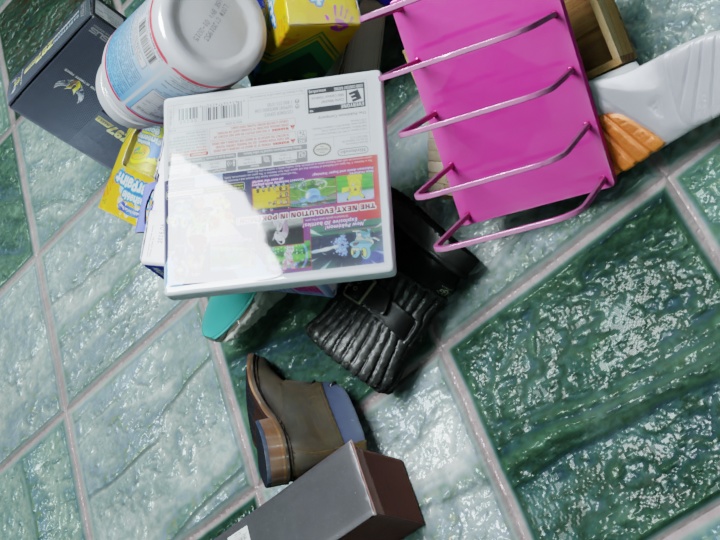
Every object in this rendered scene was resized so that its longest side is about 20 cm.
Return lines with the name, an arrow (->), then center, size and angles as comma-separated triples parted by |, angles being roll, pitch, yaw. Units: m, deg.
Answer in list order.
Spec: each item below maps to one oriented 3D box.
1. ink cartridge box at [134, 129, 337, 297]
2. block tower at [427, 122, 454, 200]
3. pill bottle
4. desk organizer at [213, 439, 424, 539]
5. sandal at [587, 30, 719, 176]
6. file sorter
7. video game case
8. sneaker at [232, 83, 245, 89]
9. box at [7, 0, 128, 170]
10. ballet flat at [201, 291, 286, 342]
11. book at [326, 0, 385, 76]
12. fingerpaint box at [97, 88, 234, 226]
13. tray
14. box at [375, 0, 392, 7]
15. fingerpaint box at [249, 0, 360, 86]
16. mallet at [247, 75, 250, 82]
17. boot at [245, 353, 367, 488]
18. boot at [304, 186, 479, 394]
ink cartridge box -> -0.115, -0.056, 0.993 | 0.198, 0.076, 0.138 | 5, 75, 11
block tower -> 0.093, -0.159, 0.962 | 0.057, 0.054, 0.202 | 10, 113, 36
pill bottle -> -0.178, -0.200, 1.033 | 0.199, 0.108, 0.110 | -16, 62, 56
desk organizer -> -0.046, 0.240, 0.979 | 0.200, 0.077, 0.072 | -39, 52, 23
sandal -> 0.239, -0.135, 0.889 | 0.206, 0.059, 0.080 | -21, 96, 45
file sorter -> 0.098, -0.131, 0.860 | 0.138, 0.125, 0.202 | -14, 102, 26
video game case -> -0.072, -0.073, 0.940 | 0.198, 0.023, 0.184 | -6, 73, 8
sneaker -> -0.103, -0.148, 1.195 | 0.199, 0.071, 0.073 | 32, 124, 42
box -> -0.282, -0.202, 1.273 | 0.157, 0.199, 0.051 | -38, 41, 23
ballet flat -> -0.091, -0.007, 1.124 | 0.072, 0.071, 0.201 | 34, 99, 43
book -> -0.019, -0.297, 1.142 | 0.134, 0.048, 0.201 | 105, 155, -52
fingerpaint box -> -0.171, -0.110, 1.139 | 0.199, 0.073, 0.168 | 24, 93, 45
tray -> 0.137, -0.192, 0.973 | 0.199, 0.037, 0.099 | -22, 92, 41
box -> 0.080, -0.363, 1.027 | 0.199, 0.105, 0.185 | -36, 52, 26
fingerpaint box -> -0.070, -0.296, 1.050 | 0.167, 0.073, 0.202 | 147, 116, -69
mallet -> -0.071, -0.183, 1.153 | 0.065, 0.041, 0.201 | -19, 39, -7
boot -> -0.058, 0.137, 1.049 | 0.200, 0.096, 0.075 | -116, 23, -62
boot -> -0.001, 0.000, 1.034 | 0.158, 0.079, 0.211 | -55, 48, 10
